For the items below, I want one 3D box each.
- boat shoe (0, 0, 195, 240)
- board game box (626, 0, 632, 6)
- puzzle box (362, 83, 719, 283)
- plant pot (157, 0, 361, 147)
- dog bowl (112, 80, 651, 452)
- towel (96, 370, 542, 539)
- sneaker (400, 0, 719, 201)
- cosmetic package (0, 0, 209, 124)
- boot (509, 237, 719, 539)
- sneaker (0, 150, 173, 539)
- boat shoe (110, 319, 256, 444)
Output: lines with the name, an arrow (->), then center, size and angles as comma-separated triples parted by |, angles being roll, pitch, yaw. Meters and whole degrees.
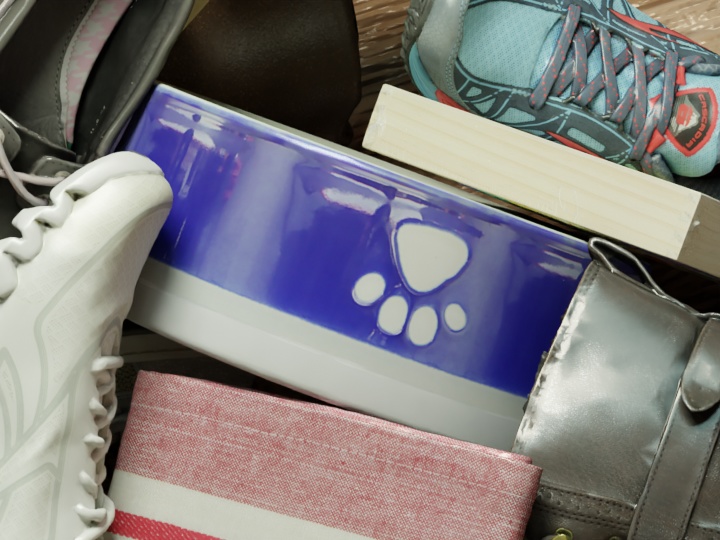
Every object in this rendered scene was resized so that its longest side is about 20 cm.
boat shoe -> -0.103, -0.072, 0.868 | 0.057, 0.067, 0.200 | 6, 68, 62
board game box -> 0.047, -0.140, 1.072 | 0.045, 0.200, 0.134 | -48, 44, 6
puzzle box -> 0.106, -0.018, 0.942 | 0.133, 0.200, 0.025 | 21, 92, 33
plant pot -> -0.118, -0.094, 1.072 | 0.198, 0.200, 0.200 | -19, 40, -19
dog bowl -> 0.000, 0.000, 0.920 | 0.200, 0.200, 0.079 | 23, 94, 34
towel -> -0.031, 0.141, 0.817 | 0.144, 0.023, 0.200 | 13, 85, 26
sneaker -> 0.104, -0.075, 0.990 | 0.096, 0.200, 0.079 | 25, 95, 47
cosmetic package -> -0.151, -0.072, 0.916 | 0.200, 0.105, 0.071 | -51, 25, -16
boot -> 0.119, 0.101, 0.811 | 0.174, 0.069, 0.200 | 14, 73, 9
sneaker -> -0.108, 0.056, 0.828 | 0.081, 0.075, 0.200 | 31, 93, 11
boat shoe -> -0.125, 0.052, 0.977 | 0.202, 0.065, 0.074 | -11, 16, -37
